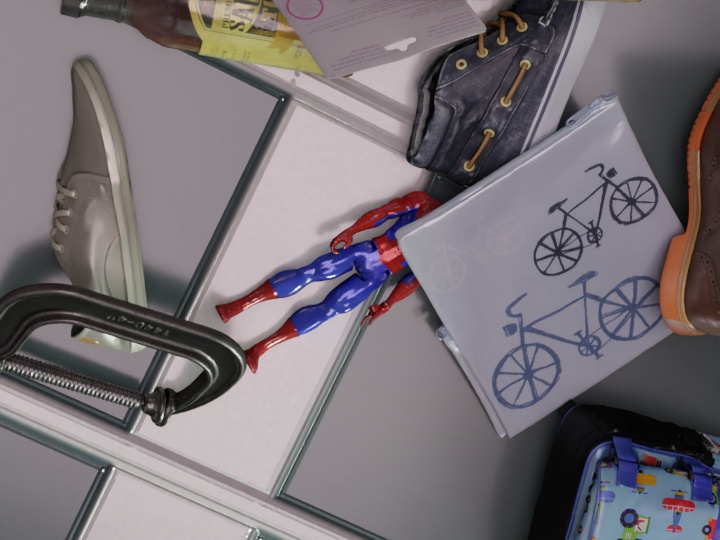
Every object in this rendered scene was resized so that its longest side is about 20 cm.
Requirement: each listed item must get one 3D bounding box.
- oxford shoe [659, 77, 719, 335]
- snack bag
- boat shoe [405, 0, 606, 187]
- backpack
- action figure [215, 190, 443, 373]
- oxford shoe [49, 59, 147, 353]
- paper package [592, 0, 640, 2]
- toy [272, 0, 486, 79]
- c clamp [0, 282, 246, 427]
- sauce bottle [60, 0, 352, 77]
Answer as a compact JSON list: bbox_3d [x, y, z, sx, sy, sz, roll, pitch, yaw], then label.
[{"bbox_3d":[0.267,-0.050,1.284,0.071,0.073,0.201,19,79,-42],"label":"oxford shoe"},{"bbox_3d":[0.134,-0.001,1.291,0.188,0.021,0.200,-33,120,-1],"label":"snack bag"},{"bbox_3d":[0.100,-0.150,1.262,0.091,0.071,0.201,16,98,-15],"label":"boat shoe"},{"bbox_3d":[0.223,0.202,1.306,0.199,0.135,0.183,14,98,-13],"label":"backpack"},{"bbox_3d":[0.000,0.000,1.286,0.200,0.052,0.066,-30,98,-5],"label":"action figure"},{"bbox_3d":[-0.179,-0.039,1.239,0.058,0.075,0.201,-8,105,-10],"label":"oxford shoe"},{"bbox_3d":[0.079,-0.265,1.178,0.199,0.191,0.104,1,138,-9],"label":"paper package"},{"bbox_3d":[-0.020,-0.193,1.202,0.115,0.047,0.200,-20,60,-22],"label":"toy"},{"bbox_3d":[-0.183,0.061,1.245,0.199,0.027,0.171,15,141,-18],"label":"c clamp"},{"bbox_3d":[-0.097,-0.172,1.234,0.199,0.066,0.066,7,98,-11],"label":"sauce bottle"}]
